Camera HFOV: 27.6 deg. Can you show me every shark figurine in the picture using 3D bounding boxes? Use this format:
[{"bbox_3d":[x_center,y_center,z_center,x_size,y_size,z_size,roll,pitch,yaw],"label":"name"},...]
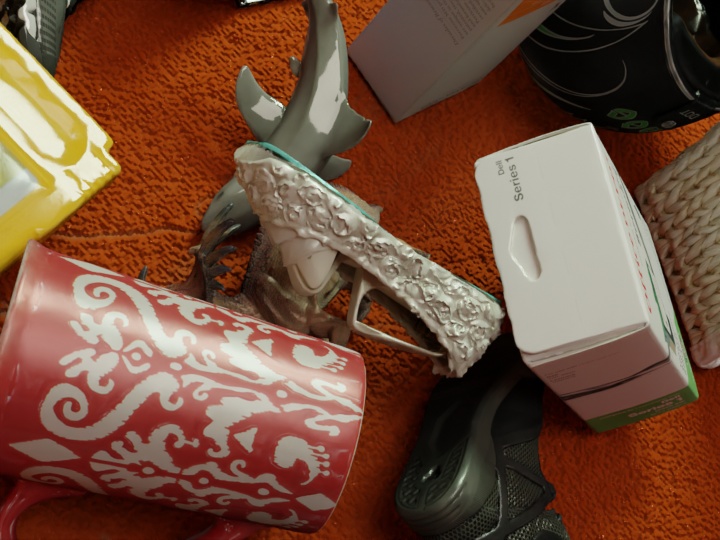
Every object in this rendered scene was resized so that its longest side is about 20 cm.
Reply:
[{"bbox_3d":[-0.025,-0.123,0.964,0.128,0.089,0.215,2,103,-39],"label":"shark figurine"}]

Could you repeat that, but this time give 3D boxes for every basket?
[{"bbox_3d":[0.352,-0.044,1.111,0.198,0.200,0.161,-9,70,-32],"label":"basket"}]

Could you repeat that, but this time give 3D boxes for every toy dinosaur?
[{"bbox_3d":[-0.045,-0.008,0.941,0.135,0.086,0.200,42,57,-8],"label":"toy dinosaur"}]

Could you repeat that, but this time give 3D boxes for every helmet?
[{"bbox_3d":[0.209,-0.205,1.114,0.200,0.190,0.201,-9,105,-37],"label":"helmet"}]

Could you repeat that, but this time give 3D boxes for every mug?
[{"bbox_3d":[-0.114,0.089,0.835,0.199,0.178,0.134,15,32,-12],"label":"mug"}]

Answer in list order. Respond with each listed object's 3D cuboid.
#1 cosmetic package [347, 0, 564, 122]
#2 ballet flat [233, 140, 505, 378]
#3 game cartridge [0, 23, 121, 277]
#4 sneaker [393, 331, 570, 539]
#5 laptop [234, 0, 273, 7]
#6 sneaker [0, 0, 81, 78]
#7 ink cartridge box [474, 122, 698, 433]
[{"bbox_3d":[0.085,-0.193,1.031,0.101,0.200,0.071,-30,84,-35],"label":"cosmetic package"},{"bbox_3d":[0.000,0.000,0.876,0.200,0.072,0.072,34,56,-15],"label":"ballet flat"},{"bbox_3d":[-0.258,-0.068,0.839,0.176,0.032,0.200,46,56,-3],"label":"game cartridge"},{"bbox_3d":[0.094,0.128,0.969,0.114,0.076,0.200,56,34,-22],"label":"sneaker"},{"bbox_3d":[-0.081,-0.300,1.042,0.200,0.116,0.188,-18,78,-34],"label":"laptop"},{"bbox_3d":[-0.196,-0.205,0.964,0.090,0.066,0.201,4,63,-25],"label":"sneaker"},{"bbox_3d":[0.154,0.011,0.976,0.200,0.084,0.147,40,34,-63],"label":"ink cartridge box"}]
